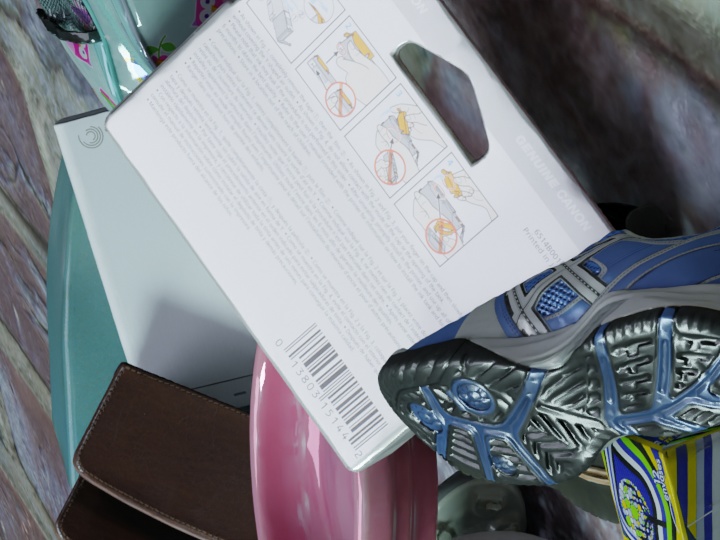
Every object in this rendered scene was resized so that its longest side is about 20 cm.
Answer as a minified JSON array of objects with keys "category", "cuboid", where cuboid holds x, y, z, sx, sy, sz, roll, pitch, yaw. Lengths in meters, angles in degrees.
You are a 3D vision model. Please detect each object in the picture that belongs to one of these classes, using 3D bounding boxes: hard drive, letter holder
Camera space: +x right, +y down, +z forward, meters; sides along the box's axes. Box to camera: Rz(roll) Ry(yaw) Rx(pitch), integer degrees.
[{"category":"hard drive","cuboid":[-0.097,-0.013,1.532,0.027,0.132,0.200,-51,-54,-73]},{"category":"letter holder","cuboid":[-0.082,0.169,1.491,0.200,0.142,0.101,22,148,6]}]

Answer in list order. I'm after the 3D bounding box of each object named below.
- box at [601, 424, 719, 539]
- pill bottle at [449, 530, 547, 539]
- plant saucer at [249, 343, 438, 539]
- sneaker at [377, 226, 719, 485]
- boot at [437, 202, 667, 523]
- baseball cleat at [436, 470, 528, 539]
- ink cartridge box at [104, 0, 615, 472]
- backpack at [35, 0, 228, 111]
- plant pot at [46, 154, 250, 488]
[{"category":"box","cuboid":[0.162,0.150,1.035,0.064,0.070,0.200,-161,54,-69]},{"category":"pill bottle","cuboid":[0.074,0.243,1.320,0.113,0.113,0.200,53,156,43]},{"category":"plant saucer","cuboid":[-0.008,0.099,1.243,0.201,0.051,0.201,177,90,-72]},{"category":"sneaker","cuboid":[0.092,0.032,1.008,0.200,0.077,0.076,-14,124,42]},{"category":"boot","cuboid":[0.090,0.026,1.134,0.200,0.077,0.138,11,114,56]},{"category":"baseball cleat","cuboid":[0.044,0.163,1.393,0.106,0.070,0.200,-94,16,-51]},{"category":"ink cartridge box","cuboid":[0.005,-0.041,1.096,0.176,0.045,0.200,-41,80,29]},{"category":"backpack","cuboid":[-0.070,-0.151,1.223,0.153,0.176,0.200,40,155,55]},{"category":"plant pot","cuboid":[-0.136,0.018,1.632,0.141,0.141,0.200,-128,33,-71]}]
